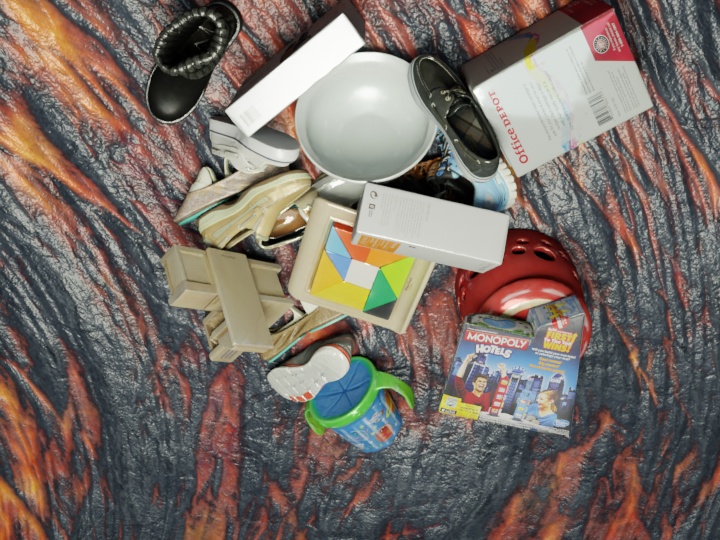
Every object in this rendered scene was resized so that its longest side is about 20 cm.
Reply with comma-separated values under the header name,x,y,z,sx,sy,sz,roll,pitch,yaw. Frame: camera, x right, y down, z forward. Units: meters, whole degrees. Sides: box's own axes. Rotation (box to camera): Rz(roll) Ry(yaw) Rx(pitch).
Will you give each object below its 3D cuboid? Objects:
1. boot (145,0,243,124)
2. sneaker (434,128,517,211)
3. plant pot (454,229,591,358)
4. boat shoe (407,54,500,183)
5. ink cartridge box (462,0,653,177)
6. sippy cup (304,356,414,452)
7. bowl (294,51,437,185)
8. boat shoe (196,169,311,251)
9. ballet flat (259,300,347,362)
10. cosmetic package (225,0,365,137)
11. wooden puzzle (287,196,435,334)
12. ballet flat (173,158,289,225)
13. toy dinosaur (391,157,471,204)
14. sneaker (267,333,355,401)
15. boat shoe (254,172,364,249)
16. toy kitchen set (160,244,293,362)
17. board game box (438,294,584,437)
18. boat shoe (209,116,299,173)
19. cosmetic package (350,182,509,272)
name,x,y,z,sx,sy,sz,roll,pitch,yaw
boot,-0.241,-0.274,1.022,0.079,0.158,0.211,31,113,-14
sneaker,0.139,-0.166,1.072,0.090,0.078,0.201,-27,79,-14
plant pot,0.253,0.058,1.172,0.199,0.183,0.201,1,115,1
boat shoe,0.128,-0.210,0.997,0.068,0.057,0.201,-26,77,-13
ink cartridge box,0.260,-0.253,1.032,0.199,0.145,0.146,-27,114,13
sippy cup,0.001,0.240,1.301,0.140,0.177,0.130,-51,124,-21
bowl,0.009,-0.200,1.072,0.200,0.090,0.202,-1,73,2
boat shoe,-0.149,-0.080,1.122,0.199,0.072,0.076,-26,79,25
ballet flat,-0.097,0.079,1.259,0.200,0.068,0.073,-32,93,20
cosmetic package,-0.084,-0.278,1.022,0.200,0.151,0.052,-35,110,16
wooden puzzle,0.000,0.000,1.139,0.199,0.037,0.186,21,124,0
ballet flat,-0.205,-0.135,1.153,0.199,0.068,0.068,-23,95,6
toy dinosaur,0.122,-0.124,1.145,0.199,0.102,0.136,8,98,14
sneaker,-0.076,0.162,1.289,0.200,0.082,0.077,-26,108,39
boat shoe,-0.073,-0.090,1.162,0.200,0.068,0.075,-31,113,15
toy kitchen set,-0.222,0.089,1.140,0.200,0.164,0.180,12,136,-46
board game box,0.229,0.123,1.068,0.199,0.062,0.201,12,114,-5
boat shoe,-0.155,-0.168,1.064,0.072,0.200,0.066,-11,117,-42
cosmetic package,0.092,-0.056,1.041,0.199,0.101,0.072,12,82,-3
